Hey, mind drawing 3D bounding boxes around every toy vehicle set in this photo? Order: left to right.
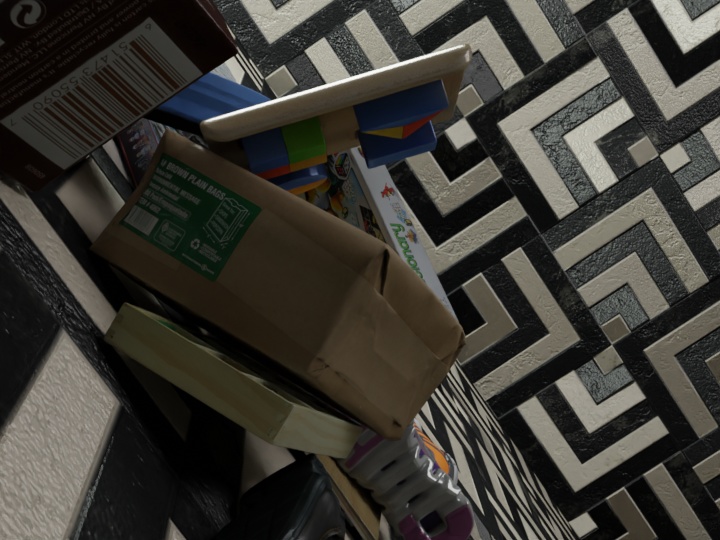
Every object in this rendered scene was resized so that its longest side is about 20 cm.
[{"bbox_3d":[-0.075,0.076,0.867,0.124,0.027,0.200,30,-3,15],"label":"toy vehicle set"}]

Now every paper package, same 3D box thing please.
[{"bbox_3d":[-0.052,0.013,0.926,0.200,0.104,0.191,29,-8,27],"label":"paper package"}]

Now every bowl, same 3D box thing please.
[{"bbox_3d":[-0.165,-0.140,1.021,0.200,0.039,0.201,19,1,0],"label":"bowl"}]

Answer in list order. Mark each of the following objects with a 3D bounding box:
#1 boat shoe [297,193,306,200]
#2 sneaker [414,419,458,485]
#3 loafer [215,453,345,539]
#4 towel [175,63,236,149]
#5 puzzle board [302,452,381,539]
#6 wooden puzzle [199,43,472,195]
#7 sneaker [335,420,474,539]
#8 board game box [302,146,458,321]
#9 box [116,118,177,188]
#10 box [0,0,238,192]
[{"bbox_3d":[-0.071,0.008,1.097,0.065,0.072,0.200,1,69,-35],"label":"boat shoe"},{"bbox_3d":[0.023,0.166,1.326,0.112,0.078,0.200,50,-3,-22],"label":"sneaker"},{"bbox_3d":[-0.035,0.162,0.789,0.072,0.073,0.200,60,6,0],"label":"loafer"},{"bbox_3d":[-0.179,-0.184,1.489,0.166,0.085,0.200,61,5,23],"label":"towel"},{"bbox_3d":[-0.030,0.154,1.173,0.151,0.017,0.200,55,5,-3],"label":"puzzle board"},{"bbox_3d":[-0.013,-0.096,0.951,0.200,0.185,0.046,110,-37,-86],"label":"wooden puzzle"},{"bbox_3d":[0.021,0.156,1.162,0.200,0.080,0.088,59,-2,-14],"label":"sneaker"},{"bbox_3d":[0.000,0.000,1.084,0.035,0.126,0.200,2,50,-35],"label":"board game box"},{"bbox_3d":[-0.150,-0.053,1.177,0.137,0.040,0.200,50,9,-45],"label":"box"},{"bbox_3d":[-0.208,-0.190,0.800,0.200,0.166,0.164,59,7,26],"label":"box"}]
